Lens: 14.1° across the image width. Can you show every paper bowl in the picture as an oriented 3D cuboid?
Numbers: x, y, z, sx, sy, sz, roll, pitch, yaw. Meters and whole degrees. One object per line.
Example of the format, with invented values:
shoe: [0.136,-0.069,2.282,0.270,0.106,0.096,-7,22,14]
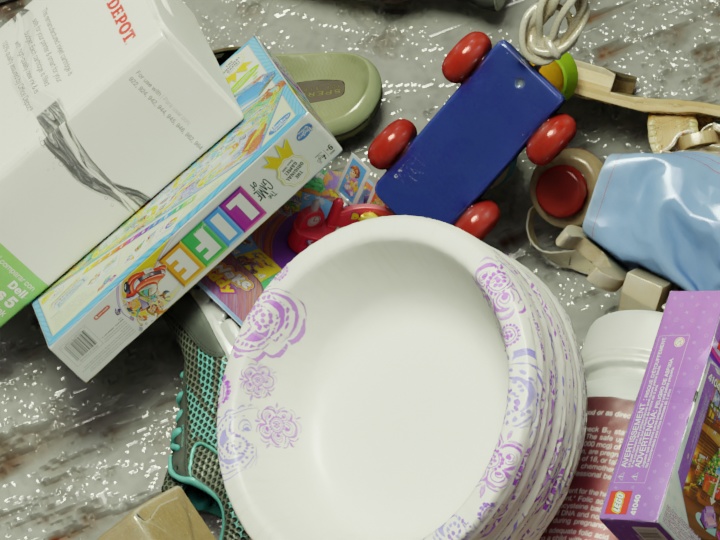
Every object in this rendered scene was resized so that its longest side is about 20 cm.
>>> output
paper bowl: [0.029,0.080,1.551,0.200,0.104,0.202,-11,70,30]

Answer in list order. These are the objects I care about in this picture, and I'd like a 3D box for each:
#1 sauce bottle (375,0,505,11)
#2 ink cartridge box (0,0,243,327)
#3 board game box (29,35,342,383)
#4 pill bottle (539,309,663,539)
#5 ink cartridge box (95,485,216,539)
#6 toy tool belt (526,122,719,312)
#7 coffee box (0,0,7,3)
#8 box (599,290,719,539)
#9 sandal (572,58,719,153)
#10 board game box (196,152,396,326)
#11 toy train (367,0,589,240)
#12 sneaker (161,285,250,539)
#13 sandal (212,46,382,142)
sauce bottle: [-0.003,-0.202,1.831,0.199,0.065,0.065,16,64,15]
ink cartridge box: [-0.180,-0.085,1.714,0.200,0.084,0.146,-39,34,8]
board game box: [-0.110,-0.039,1.698,0.200,0.034,0.135,-42,28,5]
pill bottle: [0.145,0.131,1.590,0.113,0.114,0.201,12,63,14]
ink cartridge box: [-0.109,0.242,1.510,0.164,0.075,0.201,-37,86,17]
toy tool belt: [0.177,-0.022,1.648,0.199,0.123,0.126,19,102,17]
coffee box: [-0.222,-0.245,1.875,0.199,0.080,0.114,-19,60,-3]
box: [0.205,0.121,1.542,0.039,0.200,0.138,-1,56,37]
sandal: [0.193,-0.071,1.740,0.211,0.078,0.070,18,96,25]
board game box: [0.000,0.000,1.685,0.200,0.039,0.158,42,46,23]
toy train: [0.100,-0.109,1.686,0.085,0.116,0.200,44,114,5]
sneaker: [-0.081,0.093,1.670,0.091,0.078,0.201,-31,57,-1]
sandal: [-0.087,-0.109,1.790,0.199,0.057,0.080,-11,59,8]
